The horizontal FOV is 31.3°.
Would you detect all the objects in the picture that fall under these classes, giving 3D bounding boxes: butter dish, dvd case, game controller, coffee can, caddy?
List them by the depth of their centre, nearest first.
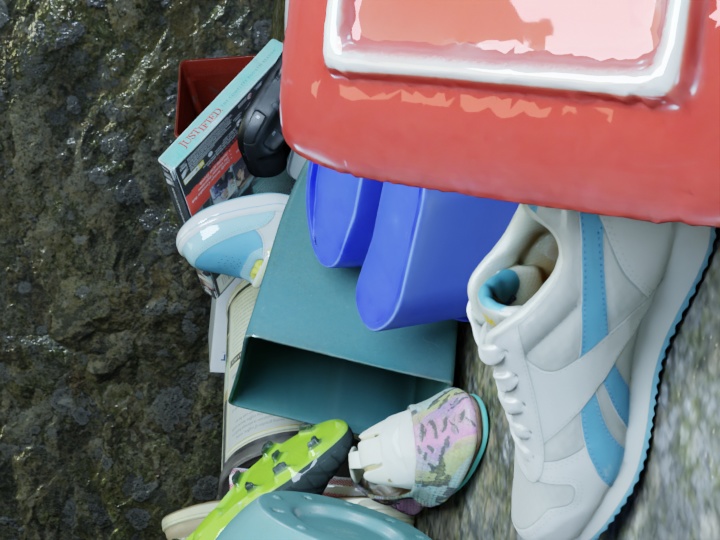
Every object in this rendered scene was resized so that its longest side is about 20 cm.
[{"bbox_3d":[0.089,-0.120,0.425,0.199,0.148,0.200,12,98,40],"label":"butter dish"},{"bbox_3d":[0.044,-0.057,0.780,0.141,0.105,0.200,54,144,41],"label":"caddy"},{"bbox_3d":[-0.038,-0.167,1.031,0.200,0.042,0.104,-60,-4,-14],"label":"game controller"},{"bbox_3d":[-0.098,-0.080,1.079,0.146,0.022,0.200,-51,-23,-21],"label":"dvd case"},{"bbox_3d":[-0.051,0.113,1.154,0.146,0.146,0.200,104,167,-48],"label":"coffee can"}]

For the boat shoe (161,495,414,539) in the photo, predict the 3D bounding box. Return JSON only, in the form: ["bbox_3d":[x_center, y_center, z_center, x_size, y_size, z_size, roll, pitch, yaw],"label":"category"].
[{"bbox_3d":[-0.057,0.210,0.992,0.072,0.200,0.065,64,-156,-74],"label":"boat shoe"}]

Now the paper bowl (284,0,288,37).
[{"bbox_3d":[-0.006,-0.297,1.190,0.201,0.104,0.201,-173,90,-81],"label":"paper bowl"}]

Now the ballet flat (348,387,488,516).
[{"bbox_3d":[0.029,0.128,0.877,0.200,0.071,0.069,118,154,-68],"label":"ballet flat"}]

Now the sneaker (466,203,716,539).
[{"bbox_3d":[0.083,0.034,0.546,0.077,0.081,0.200,-104,19,-59],"label":"sneaker"}]

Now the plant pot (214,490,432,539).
[{"bbox_3d":[-0.029,0.239,0.833,0.201,0.200,0.161,-143,69,-80],"label":"plant pot"}]

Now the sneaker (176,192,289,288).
[{"bbox_3d":[-0.043,0.011,1.033,0.080,0.200,0.131,121,141,-48],"label":"sneaker"}]

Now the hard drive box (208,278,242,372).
[{"bbox_3d":[-0.065,0.001,1.273,0.077,0.156,0.200,-105,20,-61],"label":"hard drive box"}]

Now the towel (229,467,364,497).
[{"bbox_3d":[-0.043,0.263,1.048,0.030,0.146,0.200,-15,-70,-81],"label":"towel"}]

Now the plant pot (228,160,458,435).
[{"bbox_3d":[0.000,0.000,0.941,0.141,0.141,0.200,113,170,-64],"label":"plant pot"}]

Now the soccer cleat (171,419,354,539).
[{"bbox_3d":[-0.071,0.190,0.937,0.200,0.081,0.068,-44,18,2],"label":"soccer cleat"}]

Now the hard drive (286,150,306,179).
[{"bbox_3d":[0.006,-0.177,1.034,0.200,0.027,0.132,-60,-3,-27],"label":"hard drive"}]

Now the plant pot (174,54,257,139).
[{"bbox_3d":[-0.196,-0.231,2.166,0.176,0.200,0.200,85,-179,-48],"label":"plant pot"}]
